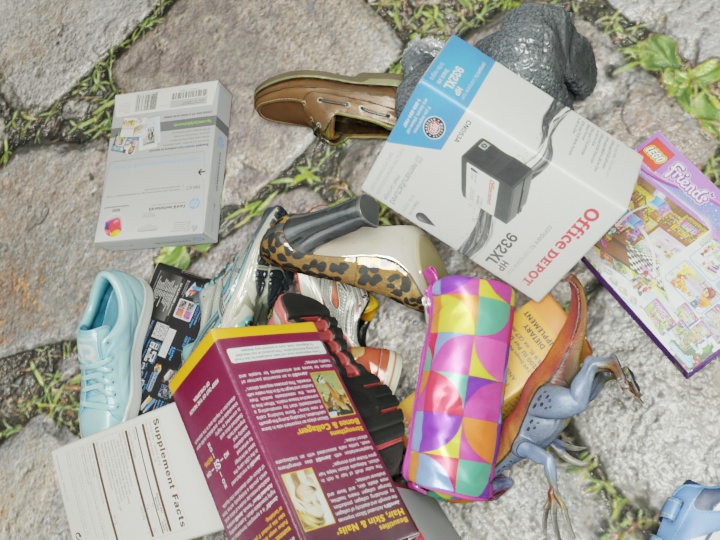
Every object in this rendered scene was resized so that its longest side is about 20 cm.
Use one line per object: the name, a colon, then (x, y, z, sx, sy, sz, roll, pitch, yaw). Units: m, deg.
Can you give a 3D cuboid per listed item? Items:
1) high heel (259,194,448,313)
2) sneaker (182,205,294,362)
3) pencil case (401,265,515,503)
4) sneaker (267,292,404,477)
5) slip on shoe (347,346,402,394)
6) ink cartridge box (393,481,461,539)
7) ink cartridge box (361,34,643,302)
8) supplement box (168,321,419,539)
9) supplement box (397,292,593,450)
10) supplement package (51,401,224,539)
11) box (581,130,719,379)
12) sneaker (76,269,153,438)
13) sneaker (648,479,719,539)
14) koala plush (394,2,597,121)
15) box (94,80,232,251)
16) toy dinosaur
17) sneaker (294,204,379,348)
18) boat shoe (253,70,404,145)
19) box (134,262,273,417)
high heel: (0.000, 0.000, 0.807, 0.142, 0.200, 0.072, -16, 49, 34)
sneaker: (-0.131, 0.018, 0.840, 0.086, 0.078, 0.201, 9, 68, 25)
pencil case: (0.085, 0.101, 0.711, 0.088, 0.088, 0.202, 1, 73, 20)
sneaker: (-0.032, 0.117, 0.737, 0.087, 0.073, 0.201, -53, 55, 28)
slip on shoe: (-0.020, 0.166, 0.790, 0.061, 0.074, 0.201, 20, 96, -6)
ink cartridge box: (0.006, 0.309, 0.711, 0.200, 0.145, 0.145, -38, 65, 4)
ink cartridge box: (0.122, -0.085, 0.713, 0.199, 0.145, 0.084, 32, 49, 0)
supplement box: (-0.057, 0.147, 0.634, 0.086, 0.110, 0.201, -48, 58, 35)
supplement box: (0.124, 0.111, 0.775, 0.200, 0.069, 0.067, -41, 63, 6)
supplement package: (-0.170, 0.191, 0.767, 0.199, 0.121, 0.121, -23, 79, 23)
box: (0.298, -0.018, 0.766, 0.137, 0.039, 0.200, -38, 65, 6)
sneaker: (-0.283, 0.095, 0.867, 0.073, 0.082, 0.202, -5, 71, 21)
sneaker: (0.278, 0.231, 0.681, 0.199, 0.074, 0.082, -33, 64, 0)
koala plush: (0.119, -0.175, 0.816, 0.199, 0.184, 0.179, 1, 73, 30)
box: (-0.243, -0.129, 0.996, 0.155, 0.041, 0.202, -4, 71, 19)
toy dinosaur: (0.162, 0.134, 0.728, 0.181, 0.105, 0.201, -28, 76, 20)
sneaker: (-0.021, 0.026, 0.856, 0.082, 0.078, 0.202, -12, 78, 9)
boat shoe: (-0.036, -0.184, 0.920, 0.199, 0.072, 0.069, 1, 73, 20)
box: (-0.176, 0.111, 0.893, 0.197, 0.050, 0.201, 16, 79, 23)
